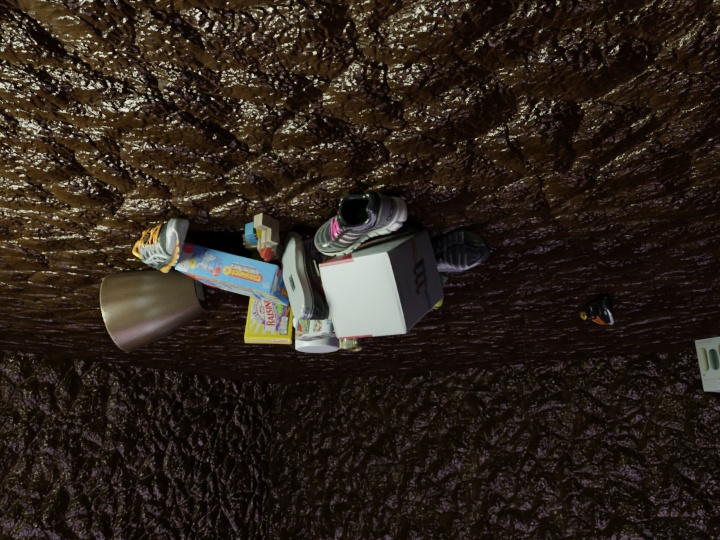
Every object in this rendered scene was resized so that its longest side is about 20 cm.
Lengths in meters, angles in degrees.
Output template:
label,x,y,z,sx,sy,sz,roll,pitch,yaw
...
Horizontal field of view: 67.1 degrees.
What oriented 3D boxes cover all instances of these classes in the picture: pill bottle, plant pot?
label,x,y,z,sx,sy,sz,roll,pitch,yaw
pill bottle,-0.091,0.073,1.193,0.112,0.203,0.114,0,163,0
plant pot,-0.470,0.073,1.280,0.197,0.189,0.187,-15,162,0

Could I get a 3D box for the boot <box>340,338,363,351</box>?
label,x,y,z,sx,sy,sz,roll,pitch,yaw
boot,-0.038,0.127,1.438,0.072,0.158,0.200,-3,160,15

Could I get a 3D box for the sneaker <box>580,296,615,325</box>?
label,x,y,z,sx,sy,sz,roll,pitch,yaw
sneaker,0.691,0.128,1.587,0.089,0.071,0.200,-11,161,22

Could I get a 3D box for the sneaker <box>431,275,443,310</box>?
label,x,y,z,sx,sy,sz,roll,pitch,yaw
sneaker,0.121,0.043,1.212,0.074,0.084,0.199,29,163,-30

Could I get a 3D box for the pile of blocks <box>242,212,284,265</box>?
label,x,y,z,sx,sy,sz,roll,pitch,yaw
pile of blocks,-0.193,-0.044,1.058,0.081,0.063,0.200,1,162,-3

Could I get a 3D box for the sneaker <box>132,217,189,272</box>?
label,x,y,z,sx,sy,sz,roll,pitch,yaw
sneaker,-0.379,-0.050,1.026,0.077,0.079,0.200,23,150,-23

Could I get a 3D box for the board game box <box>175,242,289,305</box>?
label,x,y,z,sx,sy,sz,roll,pitch,yaw
board game box,-0.252,0.012,1.131,0.197,0.057,0.196,14,170,6

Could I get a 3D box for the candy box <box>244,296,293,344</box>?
label,x,y,z,sx,sy,sz,roll,pitch,yaw
candy box,-0.201,0.077,1.228,0.101,0.202,0.027,0,137,-3

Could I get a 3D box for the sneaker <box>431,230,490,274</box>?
label,x,y,z,sx,sy,sz,roll,pitch,yaw
sneaker,0.209,-0.032,1.104,0.114,0.076,0.199,7,172,-35

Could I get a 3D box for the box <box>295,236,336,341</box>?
label,x,y,z,sx,sy,sz,roll,pitch,yaw
box,-0.078,0.031,1.063,0.109,0.203,0.035,-14,158,39

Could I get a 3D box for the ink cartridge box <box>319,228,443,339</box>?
label,x,y,z,sx,sy,sz,roll,pitch,yaw
ink cartridge box,0.046,0.021,1.010,0.144,0.147,0.200,-10,-171,30

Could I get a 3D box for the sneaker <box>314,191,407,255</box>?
label,x,y,z,sx,sy,sz,roll,pitch,yaw
sneaker,-0.020,-0.085,0.921,0.199,0.075,0.087,-19,152,40

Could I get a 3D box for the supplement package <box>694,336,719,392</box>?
label,x,y,z,sx,sy,sz,roll,pitch,yaw
supplement package,1.446,0.369,2.133,0.149,0.203,0.151,9,160,-26

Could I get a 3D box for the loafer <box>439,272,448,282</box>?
label,x,y,z,sx,sy,sz,roll,pitch,yaw
loafer,0.126,0.038,1.306,0.069,0.071,0.199,21,153,-30

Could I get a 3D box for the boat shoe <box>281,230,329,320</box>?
label,x,y,z,sx,sy,sz,roll,pitch,yaw
boat shoe,-0.103,0.011,1.019,0.063,0.202,0.071,8,137,-29
